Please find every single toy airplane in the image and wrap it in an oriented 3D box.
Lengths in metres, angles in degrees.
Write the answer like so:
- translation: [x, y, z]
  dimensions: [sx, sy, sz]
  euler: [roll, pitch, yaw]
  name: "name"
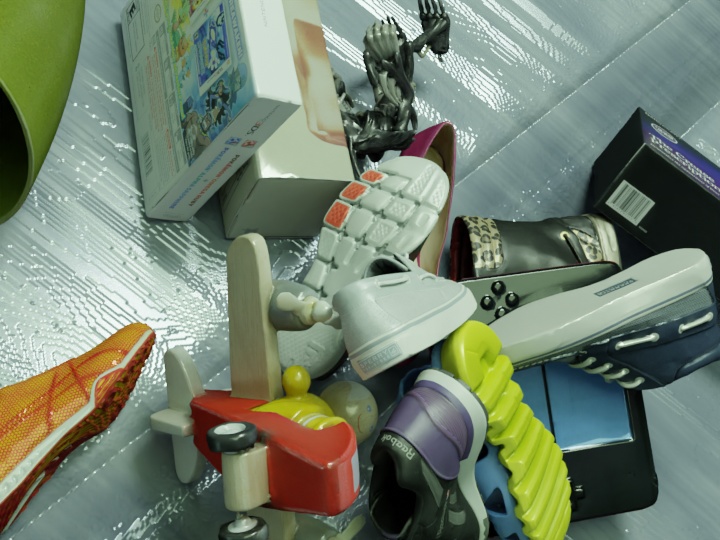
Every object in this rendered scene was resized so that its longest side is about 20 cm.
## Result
- translation: [-0.058, 0.107, 0.731]
  dimensions: [0.139, 0.201, 0.201]
  euler: [-10, 56, -24]
  name: "toy airplane"

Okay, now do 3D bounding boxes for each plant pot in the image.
- translation: [-0.285, -0.163, 0.795]
  dimensions: [0.185, 0.188, 0.201]
  euler: [27, 42, -8]
  name: "plant pot"

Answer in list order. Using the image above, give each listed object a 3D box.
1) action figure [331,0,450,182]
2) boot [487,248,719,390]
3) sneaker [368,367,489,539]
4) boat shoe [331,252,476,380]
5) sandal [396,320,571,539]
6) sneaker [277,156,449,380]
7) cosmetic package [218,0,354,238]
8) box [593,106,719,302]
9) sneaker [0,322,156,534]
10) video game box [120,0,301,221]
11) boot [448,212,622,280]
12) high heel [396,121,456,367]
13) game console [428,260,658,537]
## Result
- translation: [0.008, -0.162, 0.943]
  dimensions: [0.102, 0.118, 0.201]
  euler: [53, 44, -27]
  name: "action figure"
- translation: [0.190, 0.060, 0.837]
  dimensions: [0.197, 0.073, 0.092]
  euler: [-20, 106, -4]
  name: "boot"
- translation: [0.037, 0.161, 0.755]
  dimensions: [0.075, 0.202, 0.087]
  euler: [26, 52, 31]
  name: "sneaker"
- translation: [0.026, 0.021, 0.750]
  dimensions: [0.069, 0.071, 0.200]
  euler: [63, 24, 1]
  name: "boat shoe"
- translation: [0.092, 0.133, 0.808]
  dimensions: [0.079, 0.086, 0.202]
  euler: [-41, 109, -52]
  name: "sandal"
- translation: [0.000, 0.000, 0.853]
  dimensions: [0.077, 0.082, 0.201]
  euler: [35, 82, 19]
  name: "sneaker"
- translation: [-0.075, -0.138, 0.901]
  dimensions: [0.086, 0.103, 0.203]
  euler: [0, 66, -25]
  name: "cosmetic package"
- translation: [0.317, -0.050, 1.006]
  dimensions: [0.199, 0.079, 0.141]
  euler: [36, 22, -3]
  name: "box"
- translation: [-0.218, 0.095, 0.741]
  dimensions: [0.077, 0.073, 0.200]
  euler: [37, 53, 11]
  name: "sneaker"
- translation: [-0.124, -0.170, 0.846]
  dimensions: [0.046, 0.182, 0.203]
  euler: [4, 63, -35]
  name: "video game box"
- translation: [0.156, 0.040, 0.929]
  dimensions: [0.148, 0.073, 0.203]
  euler: [4, 70, -17]
  name: "boot"
- translation: [0.050, -0.024, 0.900]
  dimensions: [0.066, 0.096, 0.202]
  euler: [19, 59, -13]
  name: "high heel"
- translation: [0.144, 0.101, 0.865]
  dimensions: [0.174, 0.031, 0.203]
  euler: [-7, 85, -8]
  name: "game console"
